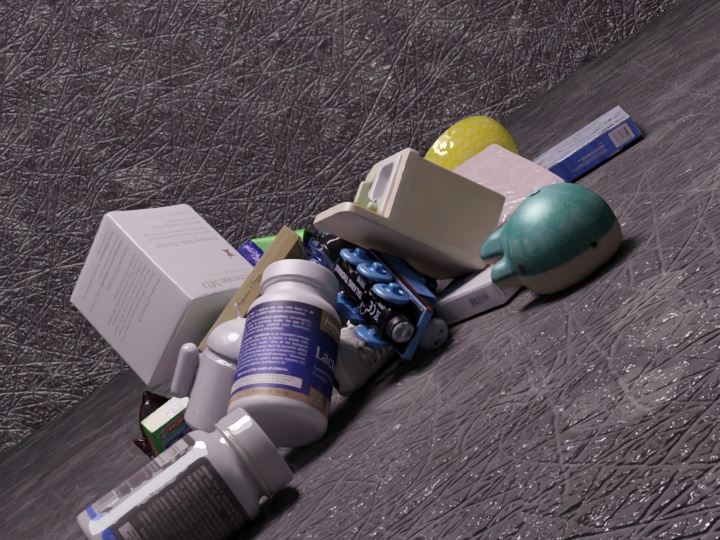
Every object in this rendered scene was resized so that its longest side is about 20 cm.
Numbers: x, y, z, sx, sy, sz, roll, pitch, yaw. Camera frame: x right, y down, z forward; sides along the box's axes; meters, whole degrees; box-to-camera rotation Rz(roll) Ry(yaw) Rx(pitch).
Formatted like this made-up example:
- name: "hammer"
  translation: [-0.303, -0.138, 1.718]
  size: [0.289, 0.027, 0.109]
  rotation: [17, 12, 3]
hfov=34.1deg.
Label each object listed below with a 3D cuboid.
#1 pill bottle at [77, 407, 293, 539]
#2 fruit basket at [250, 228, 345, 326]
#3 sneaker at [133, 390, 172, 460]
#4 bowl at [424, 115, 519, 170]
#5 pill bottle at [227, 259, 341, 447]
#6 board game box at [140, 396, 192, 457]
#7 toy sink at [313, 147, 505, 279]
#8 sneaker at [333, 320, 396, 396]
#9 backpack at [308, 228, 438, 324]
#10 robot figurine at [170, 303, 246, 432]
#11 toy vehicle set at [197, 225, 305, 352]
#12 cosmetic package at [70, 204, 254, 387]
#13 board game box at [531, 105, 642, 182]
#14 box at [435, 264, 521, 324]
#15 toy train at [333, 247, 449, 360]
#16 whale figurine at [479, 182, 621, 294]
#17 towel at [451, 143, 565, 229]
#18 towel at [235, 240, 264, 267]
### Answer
- name: "pill bottle"
  translation: [-0.175, 0.236, 1.198]
  size: [0.200, 0.114, 0.114]
  rotation: [-36, 7, -14]
- name: "fruit basket"
  translation: [-0.071, 0.041, 1.839]
  size: [0.216, 0.216, 0.156]
  rotation: [-34, -8, 5]
- name: "sneaker"
  translation: [-0.244, 0.187, 1.661]
  size: [0.200, 0.116, 0.076]
  rotation: [-52, 6, -11]
- name: "bowl"
  translation: [0.204, -0.149, 1.990]
  size: [0.200, 0.200, 0.108]
  rotation: [-36, 50, -13]
- name: "pill bottle"
  translation: [-0.084, 0.095, 1.373]
  size: [0.116, 0.116, 0.200]
  rotation: [-28, 44, 44]
- name: "board game box"
  translation: [-0.194, 0.191, 1.586]
  size: [0.200, 0.135, 0.029]
  rotation: [-37, 51, -24]
- name: "toy sink"
  translation: [0.061, -0.080, 1.504]
  size: [0.130, 0.200, 0.112]
  rotation: [-19, 51, 68]
- name: "sneaker"
  translation: [0.010, 0.095, 1.494]
  size: [0.081, 0.075, 0.200]
  rotation: [-22, 12, 23]
- name: "backpack"
  translation: [0.000, 0.000, 1.701]
  size: [0.147, 0.183, 0.200]
  rotation: [-47, 9, 2]
- name: "robot figurine"
  translation: [-0.152, 0.147, 1.485]
  size: [0.113, 0.170, 0.200]
  rotation: [-129, 56, -80]
- name: "toy vehicle set"
  translation: [-0.144, 0.038, 1.597]
  size: [0.200, 0.027, 0.124]
  rotation: [-55, -7, -9]
- name: "cosmetic package"
  translation: [-0.275, 0.032, 1.694]
  size: [0.167, 0.200, 0.166]
  rotation: [-12, -42, -53]
- name: "board game box"
  translation: [0.357, -0.192, 1.924]
  size: [0.200, 0.043, 0.199]
  rotation: [-33, 8, 13]
- name: "box"
  translation: [0.179, -0.002, 1.495]
  size: [0.200, 0.036, 0.144]
  rotation: [-38, 8, -40]
- name: "toy train"
  translation: [0.035, 0.037, 1.439]
  size: [0.200, 0.114, 0.087]
  rotation: [47, 119, 57]
- name: "whale figurine"
  translation: [0.201, -0.045, 1.330]
  size: [0.159, 0.104, 0.200]
  rotation: [-36, 17, -16]
- name: "towel"
  translation: [0.167, -0.097, 1.686]
  size: [0.200, 0.032, 0.191]
  rotation: [-34, 32, -10]
- name: "towel"
  translation: [-0.137, 0.070, 1.738]
  size: [0.050, 0.200, 0.148]
  rotation: [0, -50, -56]
